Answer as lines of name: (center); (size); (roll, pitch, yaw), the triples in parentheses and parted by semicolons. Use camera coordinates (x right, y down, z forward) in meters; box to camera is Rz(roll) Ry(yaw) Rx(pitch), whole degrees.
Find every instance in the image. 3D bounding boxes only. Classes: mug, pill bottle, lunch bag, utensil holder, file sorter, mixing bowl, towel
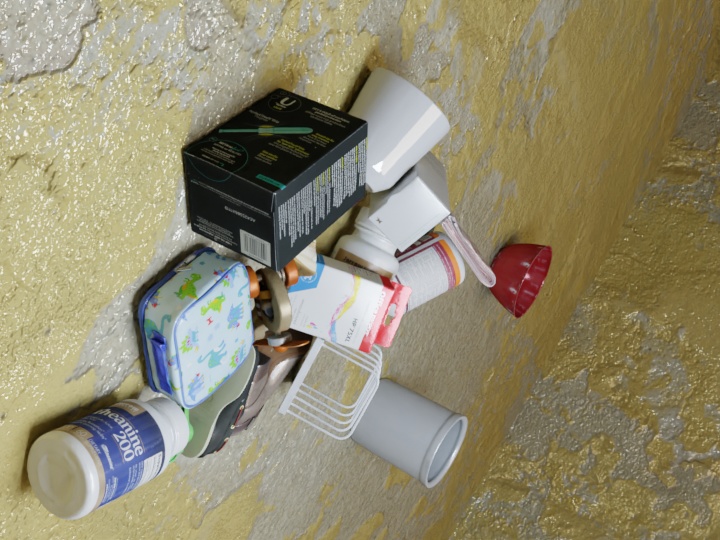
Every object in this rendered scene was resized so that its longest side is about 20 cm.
mug: (0.041, -0.197, 1.556); (0.153, 0.149, 0.187); (-53, 149, -6)
pill bottle: (0.081, 0.016, 1.822); (0.200, 0.110, 0.110); (-27, 144, -16)
lunch bag: (-0.223, 0.079, 1.356); (0.161, 0.082, 0.200); (-46, 151, -37)
utensil holder: (0.102, 0.344, 2.157); (0.170, 0.200, 0.170); (-47, 152, -34)
file sorter: (-0.042, 0.181, 1.690); (0.139, 0.124, 0.200); (-61, -179, 8)
mixing bowl: (0.389, 0.009, 2.529); (0.200, 0.108, 0.200); (-47, 152, -35)
towel: (0.163, -0.084, 1.809); (0.032, 0.200, 0.191); (-34, 129, 6)
pill bottle: (-0.314, 0.230, 1.283); (0.200, 0.111, 0.111); (-21, 132, -58)
pill bottle: (0.000, 0.000, 1.699); (0.200, 0.114, 0.114); (-64, 157, 0)

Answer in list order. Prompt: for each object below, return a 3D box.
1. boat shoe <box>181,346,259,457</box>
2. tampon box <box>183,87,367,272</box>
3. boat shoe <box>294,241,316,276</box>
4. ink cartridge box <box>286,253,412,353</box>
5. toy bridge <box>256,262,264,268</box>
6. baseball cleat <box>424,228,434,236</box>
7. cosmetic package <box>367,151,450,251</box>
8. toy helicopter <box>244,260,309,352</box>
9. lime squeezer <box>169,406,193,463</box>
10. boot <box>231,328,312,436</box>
boat shoe: (-0.207, 0.192, 1.514); (0.063, 0.074, 0.202); (8, 113, -61)
tampon box: (-0.106, -0.123, 1.305); (0.200, 0.150, 0.126); (-43, 148, -40)
boat shoe: (-0.124, -0.054, 1.453); (0.200, 0.074, 0.069); (42, 52, -58)
ink cartridge box: (-0.023, 0.054, 1.601); (0.067, 0.200, 0.116); (-112, -138, -74)
toy bridge: (-0.103, -0.070, 1.393); (0.067, 0.027, 0.200); (54, 31, -28)
baseball cleat: (0.074, -0.031, 1.906); (0.106, 0.070, 0.200); (12, 98, -52)
cosmetic package: (0.078, -0.127, 1.622); (0.108, 0.085, 0.200); (-38, -160, 20)
toy helicopter: (-0.134, 0.068, 1.460); (0.079, 0.132, 0.200); (-18, 168, -23)
lime squeezer: (-0.282, 0.252, 1.465); (0.200, 0.038, 0.071); (-58, 156, -12)
boot: (-0.159, 0.180, 1.629); (0.200, 0.070, 0.146); (-27, 145, -58)
